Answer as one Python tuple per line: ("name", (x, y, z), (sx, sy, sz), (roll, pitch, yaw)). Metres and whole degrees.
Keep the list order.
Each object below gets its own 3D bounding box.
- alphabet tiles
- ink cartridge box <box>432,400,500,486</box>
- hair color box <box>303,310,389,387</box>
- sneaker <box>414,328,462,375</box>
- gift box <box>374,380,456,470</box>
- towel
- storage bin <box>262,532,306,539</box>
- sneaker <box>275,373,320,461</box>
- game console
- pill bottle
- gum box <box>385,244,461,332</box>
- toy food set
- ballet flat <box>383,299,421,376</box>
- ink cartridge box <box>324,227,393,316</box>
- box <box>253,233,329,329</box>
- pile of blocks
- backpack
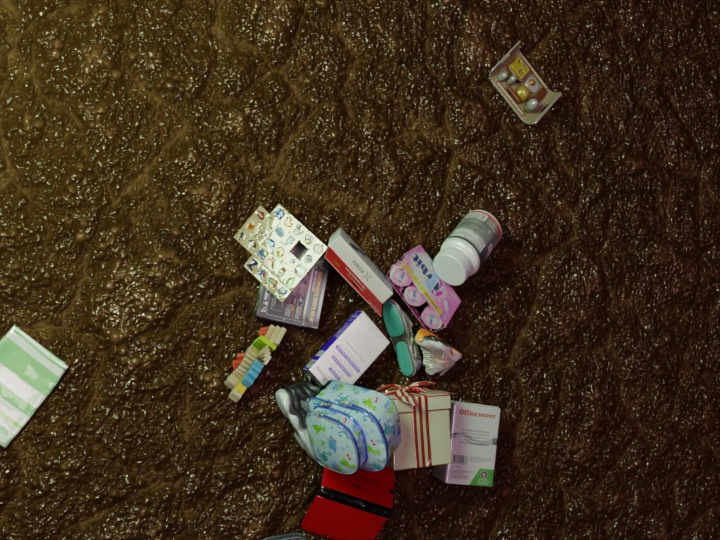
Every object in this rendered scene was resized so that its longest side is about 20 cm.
("alphabet tiles", (-0.200, -0.053, 1.478), (0.199, 0.008, 0.168), (41, 88, 14))
("ink cartridge box", (0.277, 0.446, 1.631), (0.144, 0.083, 0.205), (11, 83, -19))
("hair color box", (-0.034, 0.210, 1.546), (0.200, 0.065, 0.110), (-46, 102, -20))
("sneaker", (0.186, 0.218, 1.583), (0.093, 0.075, 0.199), (-55, 139, 0))
("gift box", (0.129, 0.370, 1.526), (0.181, 0.199, 0.191), (0, 84, -25))
("towel", (-0.732, 0.239, 1.304), (0.152, 0.023, 0.201), (40, 73, -14))
("storage bin", (-0.153, 0.726, 1.421), (0.142, 0.134, 0.205), (0, 86, -20))
("sneaker", (-0.113, 0.350, 1.498), (0.113, 0.075, 0.203), (-31, 99, -23))
("game console", (-0.029, 0.559, 1.543), (0.197, 0.119, 0.175), (24, 47, -17))
("pill bottle", (0.278, -0.058, 1.629), (0.114, 0.113, 0.200), (50, 54, -10))
("gum box", (0.161, 0.044, 1.607), (0.201, 0.066, 0.114), (53, 44, -9))
("toy food set", (0.476, -0.540, 1.798), (0.200, 0.060, 0.144), (47, 72, -11))
("ballet flat", (0.111, 0.168, 1.610), (0.071, 0.072, 0.204), (-17, 92, -20))
("ink cartridge box", (0.000, 0.000, 1.518), (0.045, 0.177, 0.200), (-41, 102, 12))
("box", (-0.163, 0.028, 1.519), (0.155, 0.048, 0.205), (13, 81, -19))
("pile of blocks", (-0.253, 0.204, 1.454), (0.062, 0.082, 0.202), (36, 75, -14))
("backpack", (-0.017, 0.361, 1.403), (0.147, 0.196, 0.187), (-41, 127, -51))
